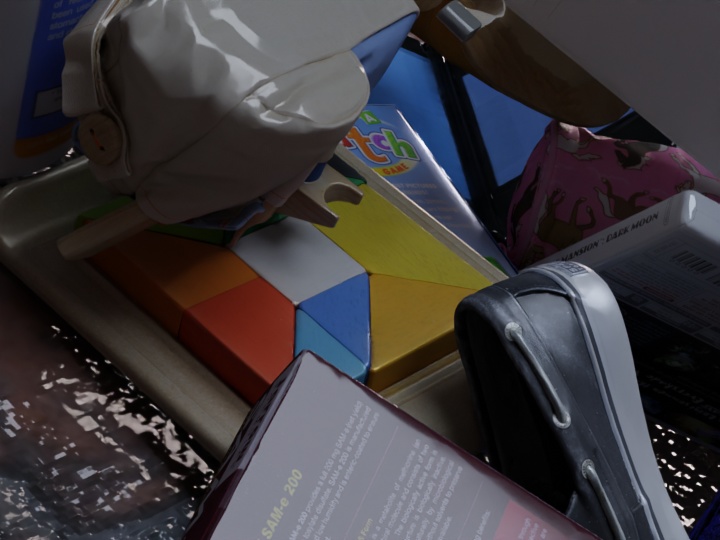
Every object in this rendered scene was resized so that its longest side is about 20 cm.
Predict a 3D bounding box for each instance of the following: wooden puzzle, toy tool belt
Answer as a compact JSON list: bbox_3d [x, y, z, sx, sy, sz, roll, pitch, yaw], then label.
[{"bbox_3d":[-0.026,0.005,0.910,0.200,0.037,0.185,43,44,22],"label":"wooden puzzle"},{"bbox_3d":[-0.040,-0.077,0.890,0.125,0.123,0.200,44,39,6],"label":"toy tool belt"}]

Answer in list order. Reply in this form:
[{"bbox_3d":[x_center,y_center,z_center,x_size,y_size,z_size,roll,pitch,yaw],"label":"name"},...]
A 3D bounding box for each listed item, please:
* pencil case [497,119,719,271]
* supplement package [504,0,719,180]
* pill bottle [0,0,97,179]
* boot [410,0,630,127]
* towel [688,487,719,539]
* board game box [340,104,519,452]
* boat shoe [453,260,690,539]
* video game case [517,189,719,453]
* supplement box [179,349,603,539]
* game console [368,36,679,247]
[{"bbox_3d":[0.167,-0.009,1.085,0.199,0.083,0.087,18,42,-5],"label":"pencil case"},{"bbox_3d":[0.180,-0.119,0.977,0.200,0.121,0.120,39,28,2],"label":"supplement package"},{"bbox_3d":[-0.145,-0.144,0.866,0.111,0.201,0.112,11,39,-9],"label":"pill bottle"},{"bbox_3d":[0.057,-0.135,1.123,0.201,0.071,0.144,39,-2,7],"label":"boot"},{"bbox_3d":[0.208,0.088,0.954,0.147,0.201,0.050,13,21,-44],"label":"towel"},{"bbox_3d":[0.000,0.000,0.998,0.151,0.037,0.200,-3,46,-38],"label":"board game box"},{"bbox_3d":[0.084,0.099,0.871,0.068,0.072,0.201,-17,95,-35],"label":"boat shoe"},{"bbox_3d":[0.175,0.035,1.041,0.199,0.182,0.023,25,63,-22],"label":"video game case"},{"bbox_3d":[0.032,0.130,0.782,0.200,0.061,0.109,34,52,-7],"label":"supplement box"},{"bbox_3d":[0.057,-0.109,1.188,0.118,0.170,0.200,52,15,-35],"label":"game console"}]
